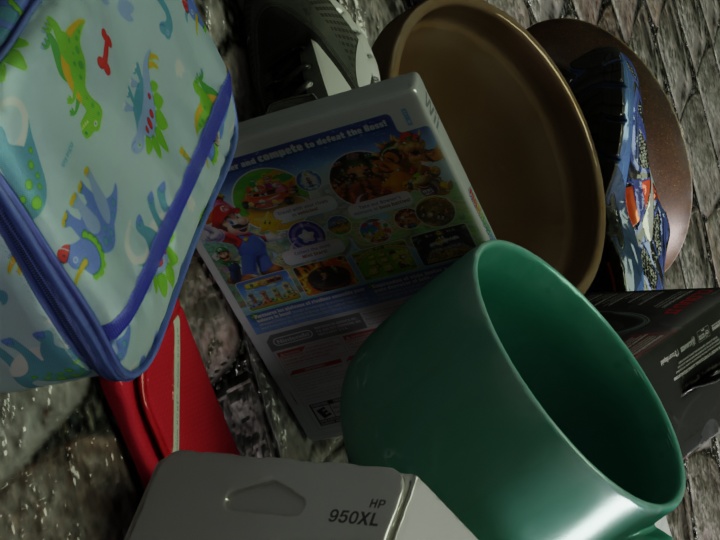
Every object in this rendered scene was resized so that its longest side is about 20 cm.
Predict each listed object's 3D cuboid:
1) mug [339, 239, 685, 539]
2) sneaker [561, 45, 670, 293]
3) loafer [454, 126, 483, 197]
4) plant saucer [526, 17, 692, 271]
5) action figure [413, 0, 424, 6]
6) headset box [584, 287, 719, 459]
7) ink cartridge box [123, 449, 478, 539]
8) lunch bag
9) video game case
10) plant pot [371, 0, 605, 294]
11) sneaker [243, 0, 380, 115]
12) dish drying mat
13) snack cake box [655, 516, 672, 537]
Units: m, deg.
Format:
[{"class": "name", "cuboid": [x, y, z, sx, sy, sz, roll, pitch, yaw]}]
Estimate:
[{"class": "mug", "cuboid": [0.067, 0.090, 0.888, 0.152, 0.114, 0.185, 32, 30, -38]}, {"class": "sneaker", "cuboid": [0.163, -0.046, 1.233, 0.078, 0.075, 0.201, -1, 91, -50]}, {"class": "loafer", "cuboid": [0.081, -0.015, 1.249, 0.068, 0.070, 0.201, -38, 115, -64]}, {"class": "plant saucer", "cuboid": [0.148, -0.076, 1.325, 0.034, 0.200, 0.201, -21, 101, -33]}, {"class": "action figure", "cuboid": [0.067, -0.274, 1.304, 0.200, 0.104, 0.194, 92, -14, -79]}, {"class": "headset box", "cuboid": [0.132, 0.066, 1.121, 0.149, 0.199, 0.078, -25, 106, -51]}, {"class": "ink cartridge box", "cuboid": [0.001, 0.169, 0.844, 0.200, 0.144, 0.084, 49, 52, -41]}, {"class": "lunch bag", "cuboid": [-0.122, -0.057, 0.782, 0.200, 0.082, 0.161, -71, 146, -48]}, {"class": "video game case", "cuboid": [0.000, 0.000, 0.956, 0.018, 0.143, 0.200, -81, 150, -49]}, {"class": "plant pot", "cuboid": [0.053, -0.057, 1.144, 0.200, 0.093, 0.202, 24, 55, -41]}, {"class": "sneaker", "cuboid": [-0.024, -0.075, 1.012, 0.090, 0.066, 0.201, 5, 66, -67]}, {"class": "dish drying mat", "cuboid": [-0.069, 0.117, 0.902, 0.077, 0.018, 0.201, -59, 133, -58]}, {"class": "snack cake box", "cuboid": [0.085, 0.181, 1.066, 0.200, 0.115, 0.067, -46, 123, -49]}]
